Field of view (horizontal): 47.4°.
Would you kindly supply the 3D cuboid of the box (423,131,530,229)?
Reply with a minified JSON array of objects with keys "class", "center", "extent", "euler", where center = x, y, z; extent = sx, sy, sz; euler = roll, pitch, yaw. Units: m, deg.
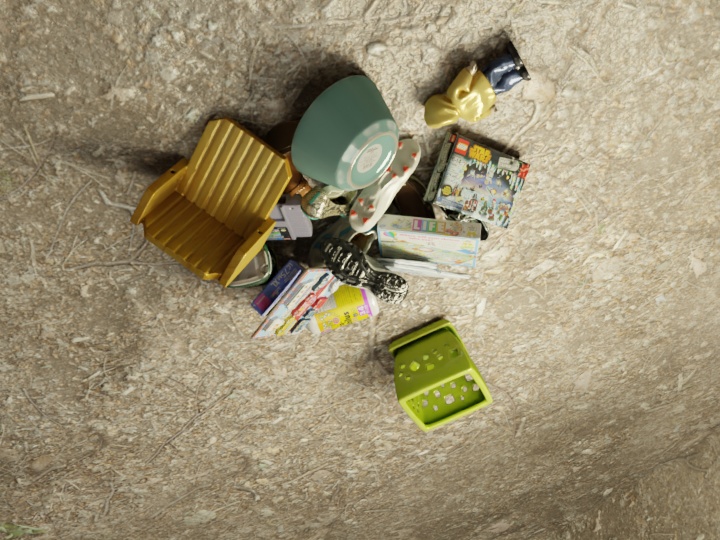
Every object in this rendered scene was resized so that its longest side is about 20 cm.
[{"class":"box","center":[0.229,-0.173,1.596],"extent":[0.198,0.040,0.139],"euler":[14,99,-33]}]

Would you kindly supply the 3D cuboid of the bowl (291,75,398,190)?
[{"class":"bowl","center":[-0.010,-0.215,1.394],"extent":[0.200,0.105,0.202],"euler":[-37,154,-21]}]

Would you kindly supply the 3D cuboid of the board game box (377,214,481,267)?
[{"class":"board game box","center":[0.134,-0.058,1.616],"extent":[0.197,0.035,0.135],"euler":[6,158,6]}]

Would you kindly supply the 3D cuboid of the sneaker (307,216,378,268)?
[{"class":"sneaker","center":[-0.039,-0.044,1.661],"extent":[0.076,0.081,0.200],"euler":[19,128,-34]}]

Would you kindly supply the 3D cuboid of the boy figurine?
[{"class":"boy figurine","center":[0.203,-0.313,1.455],"extent":[0.198,0.065,0.124],"euler":[-31,139,17]}]

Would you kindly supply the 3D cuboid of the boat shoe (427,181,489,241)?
[{"class":"boat shoe","center":[0.205,-0.121,1.673],"extent":[0.073,0.069,0.199],"euler":[-29,139,14]}]

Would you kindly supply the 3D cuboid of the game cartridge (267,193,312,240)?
[{"class":"game cartridge","center":[-0.195,-0.096,1.521],"extent":[0.196,0.039,0.130],"euler":[-1,151,8]}]

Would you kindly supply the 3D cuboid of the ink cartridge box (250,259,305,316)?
[{"class":"ink cartridge box","center":[-0.159,0.035,1.623],"extent":[0.120,0.042,0.200],"euler":[-48,-179,-1]}]

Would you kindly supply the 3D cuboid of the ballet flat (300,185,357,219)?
[{"class":"ballet flat","center":[-0.045,-0.135,1.508],"extent":[0.075,0.068,0.200],"euler":[-47,171,18]}]

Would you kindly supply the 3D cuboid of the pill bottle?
[{"class":"pill bottle","center":[-0.065,0.074,1.770],"extent":[0.197,0.105,0.105],"euler":[-18,141,1]}]

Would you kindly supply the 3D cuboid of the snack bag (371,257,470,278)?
[{"class":"snack bag","center":[0.109,-0.006,1.721],"extent":[0.197,0.022,0.188],"euler":[9,177,-27]}]

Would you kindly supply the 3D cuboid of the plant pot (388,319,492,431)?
[{"class":"plant pot","center":[0.187,0.247,2.002],"extent":[0.197,0.183,0.201],"euler":[-25,140,9]}]

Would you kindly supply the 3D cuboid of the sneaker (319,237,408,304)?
[{"class":"sneaker","center":[0.000,0.000,1.606],"extent":[0.199,0.079,0.075],"euler":[33,92,-22]}]

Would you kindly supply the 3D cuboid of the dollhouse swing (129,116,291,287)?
[{"class":"dollhouse swing","center":[-0.242,-0.124,1.376],"extent":[0.199,0.182,0.177],"euler":[35,130,1]}]

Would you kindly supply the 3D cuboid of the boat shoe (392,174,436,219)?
[{"class":"boat shoe","center":[0.117,-0.114,1.642],"extent":[0.074,0.076,0.203],"euler":[-27,140,12]}]

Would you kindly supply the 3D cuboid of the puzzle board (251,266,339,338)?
[{"class":"puzzle board","center":[-0.114,0.065,1.629],"extent":[0.200,0.017,0.150],"euler":[-50,157,26]}]

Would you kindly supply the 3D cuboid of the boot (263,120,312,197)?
[{"class":"boot","center":[-0.127,-0.174,1.481],"extent":[0.199,0.077,0.155],"euler":[-32,137,20]}]

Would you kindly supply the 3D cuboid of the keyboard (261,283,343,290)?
[{"class":"keyboard","center":[-0.112,0.026,1.736],"extent":[0.197,0.057,0.011],"euler":[-18,155,1]}]

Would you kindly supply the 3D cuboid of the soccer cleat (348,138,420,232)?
[{"class":"soccer cleat","center":[0.044,-0.160,1.545],"extent":[0.201,0.069,0.078],"euler":[-55,170,-2]}]

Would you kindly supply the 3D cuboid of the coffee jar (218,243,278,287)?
[{"class":"coffee jar","center":[-0.213,-0.012,1.566],"extent":[0.103,0.087,0.200],"euler":[-12,178,-1]}]
